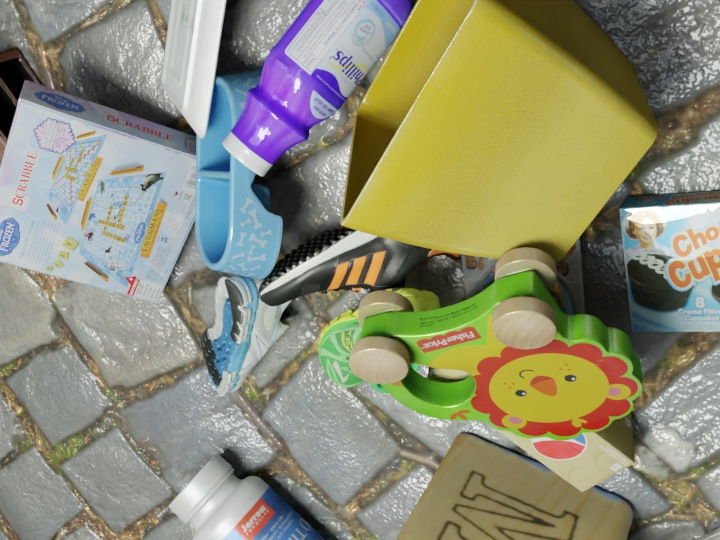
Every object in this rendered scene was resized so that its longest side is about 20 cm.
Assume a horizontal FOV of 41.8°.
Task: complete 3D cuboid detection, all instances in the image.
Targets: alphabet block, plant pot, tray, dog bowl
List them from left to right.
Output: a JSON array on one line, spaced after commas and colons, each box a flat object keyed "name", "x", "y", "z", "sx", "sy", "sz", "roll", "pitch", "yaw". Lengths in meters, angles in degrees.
[{"name": "tray", "x": -0.157, "y": -0.235, "z": 0.880, "sx": 0.107, "sy": 0.022, "sz": 0.201, "roll": 49, "pitch": 134, "yaw": 46}, {"name": "dog bowl", "x": -0.118, "y": -0.091, "z": 0.896, "sx": 0.111, "sy": 0.049, "sz": 0.201, "roll": 13, "pitch": 102, "yaw": 59}, {"name": "alphabet block", "x": 0.133, "y": 0.315, "z": 0.919, "sx": 0.196, "sy": 0.200, "sz": 0.196, "roll": 19, "pitch": 119, "yaw": 17}, {"name": "plant pot", "x": 0.112, "y": -0.122, "z": 0.738, "sx": 0.176, "sy": 0.200, "sz": 0.200, "roll": 25, "pitch": 123, "yaw": -12}]

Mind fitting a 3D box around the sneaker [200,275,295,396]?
[{"name": "sneaker", "x": -0.114, "y": 0.069, "z": 1.006, "sx": 0.075, "sy": 0.086, "sz": 0.200, "roll": 63, "pitch": 149, "yaw": 21}]

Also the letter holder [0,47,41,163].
[{"name": "letter holder", "x": -0.427, "y": -0.125, "z": 1.050, "sx": 0.200, "sy": 0.101, "sz": 0.142, "roll": -30, "pitch": 100, "yaw": 32}]

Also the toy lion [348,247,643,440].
[{"name": "toy lion", "x": 0.118, "y": 0.079, "z": 0.766, "sx": 0.199, "sy": 0.069, "sz": 0.192, "roll": -17, "pitch": 132, "yaw": 26}]

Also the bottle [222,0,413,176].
[{"name": "bottle", "x": -0.040, "y": -0.172, "z": 0.811, "sx": 0.065, "sy": 0.083, "sz": 0.200, "roll": 42, "pitch": 96, "yaw": 25}]

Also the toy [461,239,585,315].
[{"name": "toy", "x": 0.146, "y": 0.026, "z": 0.874, "sx": 0.115, "sy": 0.047, "sz": 0.201, "roll": 3, "pitch": 113, "yaw": 26}]

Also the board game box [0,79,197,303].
[{"name": "board game box", "x": -0.273, "y": -0.073, "z": 0.974, "sx": 0.199, "sy": 0.041, "sz": 0.200, "roll": 17, "pitch": 124, "yaw": -22}]

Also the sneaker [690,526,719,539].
[{"name": "sneaker", "x": 0.326, "y": 0.297, "z": 0.870, "sx": 0.199, "sy": 0.116, "sz": 0.074, "roll": -27, "pitch": 97, "yaw": 31}]

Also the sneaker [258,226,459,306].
[{"name": "sneaker", "x": 0.000, "y": 0.000, "z": 0.895, "sx": 0.199, "sy": 0.070, "sz": 0.090, "roll": -29, "pitch": 104, "yaw": 10}]

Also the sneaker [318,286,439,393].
[{"name": "sneaker", "x": 0.010, "y": 0.081, "z": 0.911, "sx": 0.074, "sy": 0.084, "sz": 0.200, "roll": 11, "pitch": 154, "yaw": -19}]

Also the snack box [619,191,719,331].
[{"name": "snack box", "x": 0.322, "y": -0.008, "z": 0.781, "sx": 0.199, "sy": 0.037, "sz": 0.117, "roll": -2, "pitch": 111, "yaw": 26}]

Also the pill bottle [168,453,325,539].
[{"name": "pill bottle", "x": -0.123, "y": 0.311, "z": 1.091, "sx": 0.200, "sy": 0.112, "sz": 0.112, "roll": 42, "pitch": 123, "yaw": 1}]

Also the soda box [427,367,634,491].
[{"name": "soda box", "x": 0.157, "y": 0.115, "z": 0.862, "sx": 0.200, "sy": 0.064, "sz": 0.068, "roll": 37, "pitch": 127, "yaw": -17}]
